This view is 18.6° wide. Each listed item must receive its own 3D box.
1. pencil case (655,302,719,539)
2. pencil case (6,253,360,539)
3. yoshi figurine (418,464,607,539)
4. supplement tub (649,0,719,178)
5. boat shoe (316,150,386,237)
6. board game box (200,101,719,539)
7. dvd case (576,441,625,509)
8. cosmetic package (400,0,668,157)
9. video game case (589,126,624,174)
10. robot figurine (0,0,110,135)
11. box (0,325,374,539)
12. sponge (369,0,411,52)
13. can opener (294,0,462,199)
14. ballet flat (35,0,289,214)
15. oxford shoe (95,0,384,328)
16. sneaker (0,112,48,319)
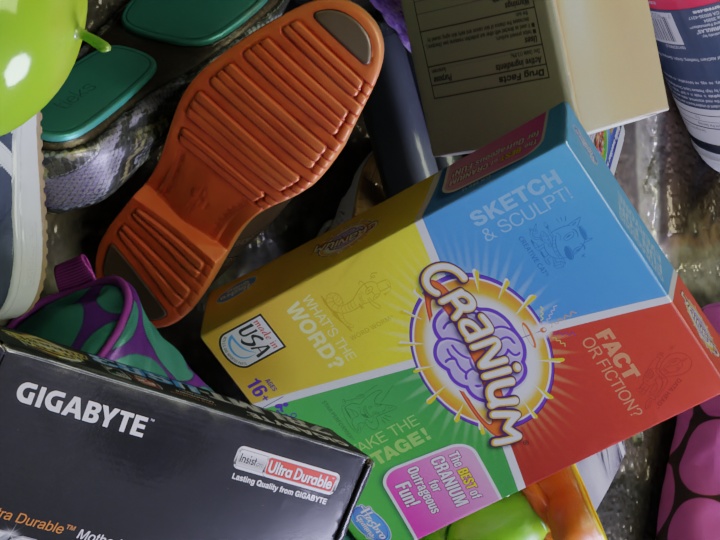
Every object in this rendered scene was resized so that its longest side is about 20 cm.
[{"bbox_3d":[0.242,0.119,1.409,0.091,0.093,0.202,23,72,-46],"label":"pencil case"},{"bbox_3d":[-0.086,0.090,1.040,0.200,0.085,0.093,50,38,-34],"label":"pencil case"},{"bbox_3d":[0.034,0.177,1.097,0.112,0.199,0.113,-84,151,-83],"label":"yoshi figurine"},{"bbox_3d":[0.259,-0.148,1.399,0.141,0.140,0.201,-51,124,-37],"label":"supplement tub"},{"bbox_3d":[0.000,0.000,1.160,0.071,0.069,0.200,42,36,-12],"label":"boat shoe"},{"bbox_3d":[0.049,0.033,1.029,0.153,0.199,0.040,53,22,-23],"label":"board game box"},{"bbox_3d":[0.106,0.065,1.236,0.200,0.016,0.150,-43,114,-70],"label":"dvd case"},{"bbox_3d":[0.071,-0.161,1.042,0.071,0.105,0.202,-17,99,-40],"label":"cosmetic package"},{"bbox_3d":[0.114,-0.110,1.268,0.144,0.018,0.201,-69,150,-43],"label":"video game case"},{"bbox_3d":[-0.196,-0.108,0.848,0.176,0.198,0.116,-102,-163,-50],"label":"robot figurine"},{"bbox_3d":[-0.116,0.142,0.959,0.199,0.050,0.200,21,96,-35],"label":"box"},{"bbox_3d":[0.044,-0.166,1.108,0.200,0.030,0.112,50,56,-27],"label":"sponge"},{"bbox_3d":[0.005,-0.116,1.128,0.053,0.066,0.201,-35,109,-51],"label":"can opener"},{"bbox_3d":[-0.100,-0.090,1.056,0.200,0.072,0.072,-45,121,-39],"label":"ballet flat"},{"bbox_3d":[-0.052,-0.059,1.026,0.071,0.200,0.073,45,33,0],"label":"oxford shoe"},{"bbox_3d":[-0.194,-0.070,0.934,0.108,0.070,0.202,-14,103,-50],"label":"sneaker"}]
